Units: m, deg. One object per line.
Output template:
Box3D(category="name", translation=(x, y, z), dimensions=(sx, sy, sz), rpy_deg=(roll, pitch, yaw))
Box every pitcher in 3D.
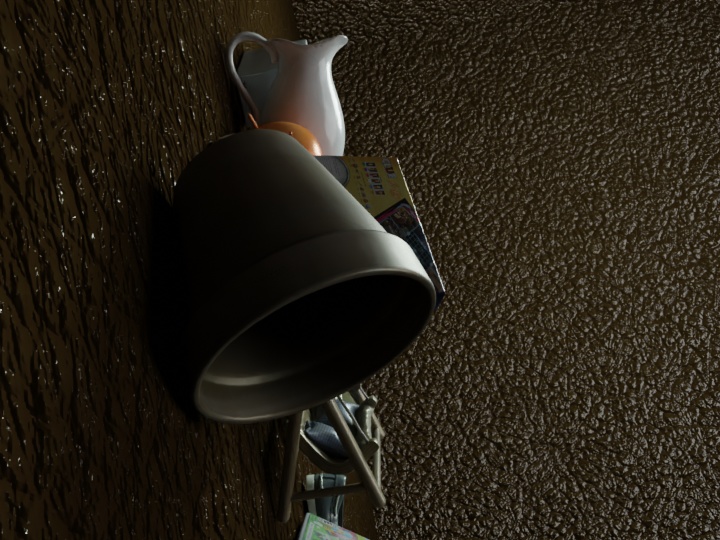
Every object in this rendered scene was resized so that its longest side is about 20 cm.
Box3D(category="pitcher", translation=(-0.103, -0.221, 1.164), dimensions=(0.121, 0.168, 0.204), rpy_deg=(-133, -135, -75))

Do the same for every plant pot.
Box3D(category="plant pot", translation=(-0.066, -0.007, 0.660), dimensions=(0.175, 0.198, 0.201), rpy_deg=(62, -7, 26))

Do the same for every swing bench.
Box3D(category="swing bench", translation=(-0.047, 0.148, 0.991), dimensions=(0.199, 0.127, 0.203), rpy_deg=(-88, 169, -78))

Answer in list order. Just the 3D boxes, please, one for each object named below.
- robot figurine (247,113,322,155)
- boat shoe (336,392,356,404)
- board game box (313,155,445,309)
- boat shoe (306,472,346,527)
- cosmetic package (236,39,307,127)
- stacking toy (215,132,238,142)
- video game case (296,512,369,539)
Box3D(category="robot figurine", translation=(-0.097, -0.102, 1.077), dimensions=(0.145, 0.115, 0.202), rpy_deg=(-95, 177, -48))
Box3D(category="boat shoe", translation=(-0.073, 0.155, 1.150), dimensions=(0.201, 0.068, 0.075), rpy_deg=(58, 14, -20))
Box3D(category="board game box", translation=(0.001, -0.043, 0.929), dimensions=(0.035, 0.133, 0.202), rpy_deg=(113, -31, -47))
Box3D(category="boat shoe", translation=(-0.035, 0.385, 1.194), dimensions=(0.073, 0.061, 0.204), rpy_deg=(151, -69, -88))
Box3D(category="cosmetic package", translation=(-0.127, -0.292, 1.307), dimensions=(0.201, 0.111, 0.082), rpy_deg=(-94, 174, -64))
Box3D(category="stacking toy", translation=(-0.112, -0.051, 0.955), dimensions=(0.086, 0.084, 0.203), rpy_deg=(-97, -177, -72))
Box3D(category="video game case", translation=(0.006, 0.359, 1.011), dimensions=(0.200, 0.180, 0.022), rpy_deg=(39, 75, -88))
